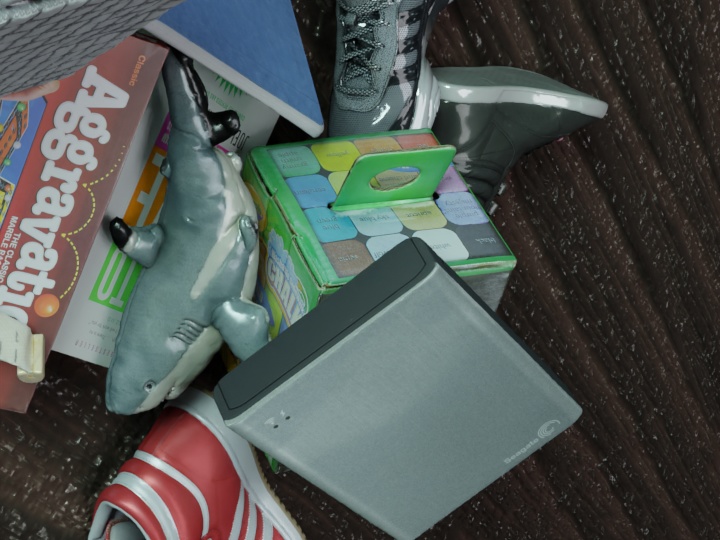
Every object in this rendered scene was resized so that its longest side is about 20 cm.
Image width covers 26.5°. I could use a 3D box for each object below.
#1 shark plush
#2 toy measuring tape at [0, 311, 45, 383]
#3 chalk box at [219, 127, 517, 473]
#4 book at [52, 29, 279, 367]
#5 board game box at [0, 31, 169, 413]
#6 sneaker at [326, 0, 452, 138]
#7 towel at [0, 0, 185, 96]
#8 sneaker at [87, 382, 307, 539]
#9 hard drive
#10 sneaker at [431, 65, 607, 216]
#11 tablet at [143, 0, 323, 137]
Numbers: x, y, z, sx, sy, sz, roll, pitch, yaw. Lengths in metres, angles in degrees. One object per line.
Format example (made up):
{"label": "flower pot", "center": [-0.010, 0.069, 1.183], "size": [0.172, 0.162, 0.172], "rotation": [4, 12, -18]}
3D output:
{"label": "shark plush", "center": [-0.092, -0.015, 0.798], "size": [0.083, 0.091, 0.200], "rotation": [-10, 131, -26]}
{"label": "toy measuring tape", "center": [-0.232, 0.016, 0.685], "size": [0.200, 0.073, 0.074], "rotation": [33, 81, -49]}
{"label": "chalk box", "center": [0.000, 0.000, 0.889], "size": [0.124, 0.124, 0.200], "rotation": [-7, 135, -25]}
{"label": "book", "center": [-0.116, -0.045, 0.851], "size": [0.201, 0.048, 0.134], "rotation": [-66, 153, -3]}
{"label": "board game box", "center": [-0.174, -0.032, 0.729], "size": [0.103, 0.019, 0.200], "rotation": [16, 106, -30]}
{"label": "sneaker", "center": [0.001, -0.150, 0.924], "size": [0.114, 0.075, 0.201], "rotation": [20, 87, -55]}
{"label": "towel", "center": [-0.154, -0.114, 0.570], "size": [0.200, 0.165, 0.086], "rotation": [-27, 96, -41]}
{"label": "sneaker", "center": [-0.101, 0.176, 0.970], "size": [0.113, 0.071, 0.200], "rotation": [-51, 136, -30]}
{"label": "hard drive", "center": [0.028, 0.074, 0.860], "size": [0.139, 0.033, 0.200], "rotation": [-38, 140, 9]}
{"label": "sneaker", "center": [0.101, -0.091, 1.104], "size": [0.200, 0.071, 0.100], "rotation": [-6, 116, -47]}
{"label": "tablet", "center": [-0.085, -0.153, 0.782], "size": [0.200, 0.014, 0.130], "rotation": [28, 42, -57]}
